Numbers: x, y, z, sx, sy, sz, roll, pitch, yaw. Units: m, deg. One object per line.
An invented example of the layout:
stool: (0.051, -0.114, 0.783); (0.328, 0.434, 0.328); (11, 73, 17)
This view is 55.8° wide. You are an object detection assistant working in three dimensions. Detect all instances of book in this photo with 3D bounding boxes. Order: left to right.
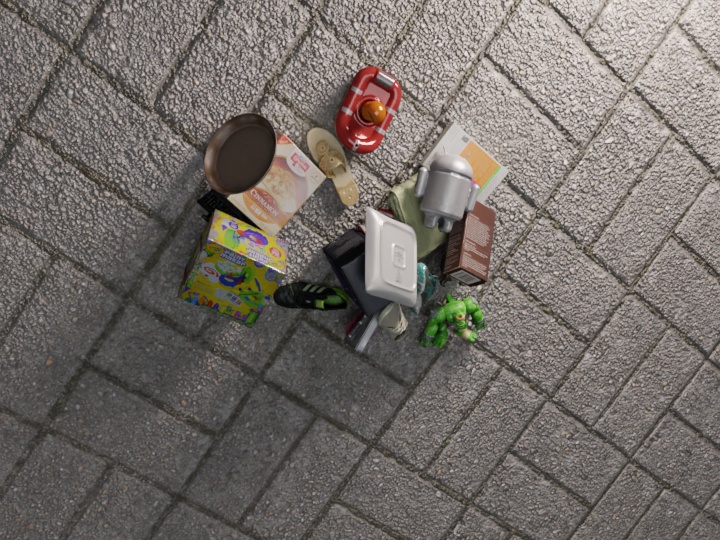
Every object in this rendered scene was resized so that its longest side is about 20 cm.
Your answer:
book: (0.267, -0.267, 1.758); (0.198, 0.048, 0.134); (37, 98, -20)

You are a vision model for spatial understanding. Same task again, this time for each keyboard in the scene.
keyboard: (-0.309, -0.102, 1.632); (0.103, 0.040, 0.200); (-25, 122, 41)

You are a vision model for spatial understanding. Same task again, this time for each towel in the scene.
towel: (0.152, -0.140, 1.741); (0.147, 0.036, 0.204); (-34, 112, -32)

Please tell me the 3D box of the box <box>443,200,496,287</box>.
box: (0.279, -0.073, 1.738); (0.099, 0.074, 0.205); (25, 65, -26)

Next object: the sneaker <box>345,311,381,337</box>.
sneaker: (0.030, 0.122, 1.799); (0.199, 0.088, 0.082); (-41, 83, -20)

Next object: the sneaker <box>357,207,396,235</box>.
sneaker: (0.090, -0.076, 1.753); (0.116, 0.078, 0.201); (-45, 121, -5)

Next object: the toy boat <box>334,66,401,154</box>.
toy boat: (0.024, -0.376, 1.616); (0.128, 0.131, 0.204); (23, 99, -19)

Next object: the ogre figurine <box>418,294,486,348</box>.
ogre figurine: (0.251, 0.137, 1.851); (0.194, 0.099, 0.122); (-4, 126, 3)

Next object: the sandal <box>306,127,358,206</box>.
sandal: (-0.057, -0.252, 1.664); (0.077, 0.070, 0.215); (-31, 111, -6)

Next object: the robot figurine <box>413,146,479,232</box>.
robot figurine: (0.214, -0.199, 1.684); (0.165, 0.113, 0.205); (14, 92, -16)

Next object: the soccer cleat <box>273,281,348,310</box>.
soccer cleat: (-0.124, 0.071, 1.737); (0.194, 0.081, 0.069); (2, 106, -13)

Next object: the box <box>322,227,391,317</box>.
box: (0.000, 0.000, 1.683); (0.103, 0.200, 0.150); (-31, 111, -6)

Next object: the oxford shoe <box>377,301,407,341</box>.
oxford shoe: (0.086, 0.129, 1.704); (0.075, 0.201, 0.058); (-44, 69, -9)

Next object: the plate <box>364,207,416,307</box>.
plate: (0.081, -0.030, 1.600); (0.198, 0.032, 0.206); (19, 67, -50)

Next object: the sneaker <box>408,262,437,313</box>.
sneaker: (0.160, 0.028, 1.768); (0.091, 0.201, 0.078); (-36, 68, -20)

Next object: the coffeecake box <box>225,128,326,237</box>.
coffeecake box: (-0.205, -0.208, 1.630); (0.201, 0.073, 0.153); (-47, 119, 3)

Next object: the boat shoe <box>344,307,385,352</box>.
boat shoe: (0.020, 0.106, 1.724); (0.065, 0.070, 0.203); (29, 77, -1)

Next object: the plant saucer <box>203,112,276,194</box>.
plant saucer: (-0.272, -0.264, 1.567); (0.201, 0.200, 0.032); (-47, 150, 4)

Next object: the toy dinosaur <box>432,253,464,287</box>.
toy dinosaur: (0.242, -0.013, 1.795); (0.196, 0.076, 0.105); (-3, 106, -40)

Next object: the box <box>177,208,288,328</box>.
box: (-0.301, -0.001, 1.617); (0.197, 0.123, 0.194); (25, 123, -20)
